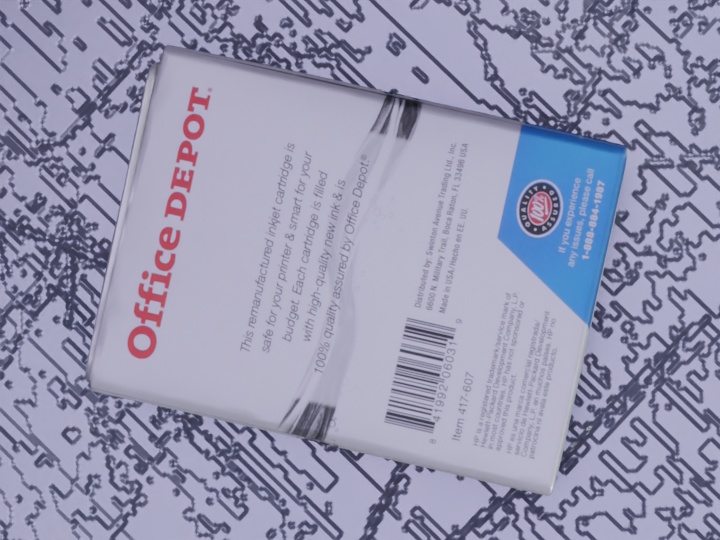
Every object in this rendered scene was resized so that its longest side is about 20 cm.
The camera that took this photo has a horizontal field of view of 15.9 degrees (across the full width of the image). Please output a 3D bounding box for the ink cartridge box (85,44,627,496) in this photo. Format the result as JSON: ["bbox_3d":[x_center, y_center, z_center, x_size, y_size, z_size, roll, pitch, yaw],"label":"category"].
[{"bbox_3d":[0.000,0.000,1.079,0.198,0.084,0.147,13,90,5],"label":"ink cartridge box"}]
